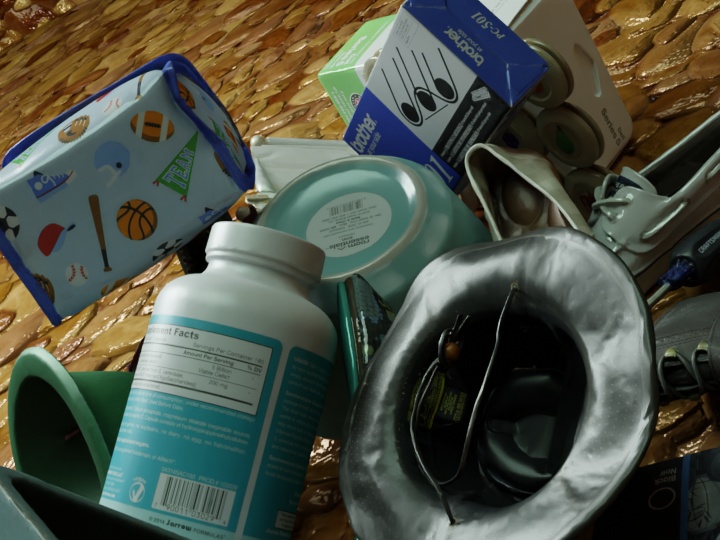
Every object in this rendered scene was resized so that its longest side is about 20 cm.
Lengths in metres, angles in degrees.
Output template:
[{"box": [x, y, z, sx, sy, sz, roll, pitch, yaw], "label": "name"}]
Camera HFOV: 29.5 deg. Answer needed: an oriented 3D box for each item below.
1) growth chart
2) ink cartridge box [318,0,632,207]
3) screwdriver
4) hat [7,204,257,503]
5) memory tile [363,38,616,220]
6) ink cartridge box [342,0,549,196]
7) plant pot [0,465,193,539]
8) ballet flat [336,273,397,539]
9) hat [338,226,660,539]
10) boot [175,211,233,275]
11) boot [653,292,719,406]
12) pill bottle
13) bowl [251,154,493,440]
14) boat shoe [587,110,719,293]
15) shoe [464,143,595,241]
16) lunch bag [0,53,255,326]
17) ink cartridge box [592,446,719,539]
[{"box": [-0.032, -0.079, 1.174, 0.144, 0.018, 0.200, 7, 24, -6], "label": "growth chart"}, {"box": [0.087, -0.129, 1.054, 0.199, 0.146, 0.084, -4, 37, 47], "label": "ink cartridge box"}, {"box": [0.166, 0.013, 0.776, 0.028, 0.029, 0.199, -26, 1, 45], "label": "screwdriver"}, {"box": [-0.125, 0.102, 0.926, 0.175, 0.201, 0.166, -19, 59, -34], "label": "hat"}, {"box": [0.093, -0.096, 0.968, 0.017, 0.154, 0.199, -44, 29, -25], "label": "memory tile"}, {"box": [0.051, -0.111, 0.924, 0.044, 0.094, 0.200, -44, -6, -21], "label": "ink cartridge box"}, {"box": [-0.088, 0.228, 0.523, 0.195, 0.196, 0.201, 33, 89, 46], "label": "plant pot"}, {"box": [0.024, 0.092, 0.760, 0.074, 0.074, 0.201, -20, 57, 26], "label": "ballet flat"}, {"box": [0.082, 0.077, 0.667, 0.200, 0.081, 0.202, -31, 45, 37], "label": "hat"}, {"box": [-0.114, 0.013, 1.039, 0.077, 0.139, 0.200, -29, 25, 7], "label": "boot"}, {"box": [0.212, 0.044, 0.676, 0.173, 0.070, 0.200, -16, 10, 33], "label": "boot"}, {"box": [-0.077, 0.078, 0.781, 0.110, 0.110, 0.201, 1, 73, 51], "label": "pill bottle"}, {"box": [0.000, 0.000, 0.898, 0.199, 0.105, 0.202, -13, 43, 12], "label": "bowl"}, {"box": [0.177, -0.036, 0.872, 0.199, 0.066, 0.074, -37, 25, -8], "label": "boat shoe"}, {"box": [0.113, -0.003, 0.823, 0.070, 0.053, 0.201, -40, 48, 20], "label": "shoe"}, {"box": [-0.167, -0.067, 0.969, 0.169, 0.124, 0.200, -32, 8, 4], "label": "lunch bag"}, {"box": [0.146, 0.157, 0.589, 0.099, 0.039, 0.201, -19, 28, 25], "label": "ink cartridge box"}]
